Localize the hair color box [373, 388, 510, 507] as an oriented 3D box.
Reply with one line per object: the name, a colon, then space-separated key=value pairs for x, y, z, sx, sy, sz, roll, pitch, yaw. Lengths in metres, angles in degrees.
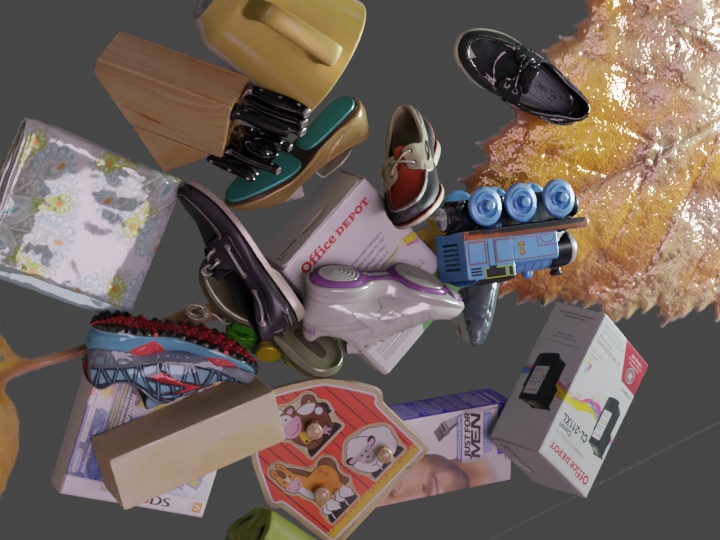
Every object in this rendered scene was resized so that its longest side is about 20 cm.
hair color box: x=0.094 y=0.222 z=1.838 sx=0.198 sy=0.065 sz=0.110 roll=-7 pitch=107 yaw=-24

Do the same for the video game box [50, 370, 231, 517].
video game box: x=-0.238 y=0.171 z=1.667 sx=0.181 sy=0.047 sz=0.202 roll=15 pitch=96 yaw=-31

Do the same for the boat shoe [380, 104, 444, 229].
boat shoe: x=0.055 y=-0.119 z=1.668 sx=0.071 sy=0.201 sz=0.063 roll=-19 pitch=121 yaw=19

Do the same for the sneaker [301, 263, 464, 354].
sneaker: x=0.021 y=0.045 z=1.664 sx=0.198 sy=0.075 sz=0.100 roll=4 pitch=116 yaw=-23

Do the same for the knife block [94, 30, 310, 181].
knife block: x=-0.159 y=-0.183 z=1.545 sx=0.201 sy=0.174 sz=0.064 roll=56 pitch=33 yaw=-26

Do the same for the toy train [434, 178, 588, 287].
toy train: x=0.178 y=-0.045 z=1.727 sx=0.198 sy=0.086 sz=0.115 roll=-7 pitch=92 yaw=-28

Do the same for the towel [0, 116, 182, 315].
towel: x=-0.308 y=-0.054 z=1.571 sx=0.199 sy=0.048 sz=0.172 roll=23 pitch=93 yaw=-30

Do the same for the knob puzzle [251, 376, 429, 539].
knob puzzle: x=-0.045 y=0.215 z=1.746 sx=0.217 sy=0.030 sz=0.222 roll=-1 pitch=105 yaw=-2

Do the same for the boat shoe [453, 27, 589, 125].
boat shoe: x=0.202 y=-0.232 z=1.773 sx=0.199 sy=0.066 sz=0.075 roll=34 pitch=87 yaw=-29

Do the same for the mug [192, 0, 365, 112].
mug: x=-0.087 y=-0.270 z=1.562 sx=0.153 sy=0.186 sz=0.150 roll=31 pitch=60 yaw=-21

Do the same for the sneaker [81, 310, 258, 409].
sneaker: x=-0.212 y=0.106 z=1.607 sx=0.198 sy=0.079 sz=0.096 roll=13 pitch=106 yaw=-22

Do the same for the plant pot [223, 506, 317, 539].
plant pot: x=-0.089 y=0.388 z=1.731 sx=0.184 sy=0.200 sz=0.201 roll=43 pitch=82 yaw=-17

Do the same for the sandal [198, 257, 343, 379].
sandal: x=-0.094 y=0.042 z=1.665 sx=0.200 sy=0.057 sz=0.080 roll=37 pitch=52 yaw=-6

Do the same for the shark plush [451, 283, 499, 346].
shark plush: x=0.172 y=-0.002 z=1.807 sx=0.091 sy=0.083 sz=0.201 roll=40 pitch=83 yaw=-28

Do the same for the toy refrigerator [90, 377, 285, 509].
toy refrigerator: x=-0.191 y=0.191 z=1.627 sx=0.199 sy=0.076 sz=0.071 roll=-21 pitch=112 yaw=-22

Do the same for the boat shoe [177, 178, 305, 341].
boat shoe: x=-0.144 y=-0.010 z=1.599 sx=0.063 sy=0.073 sz=0.200 roll=-39 pitch=90 yaw=-13

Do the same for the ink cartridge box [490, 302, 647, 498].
ink cartridge box: x=0.269 y=0.167 z=1.862 sx=0.146 sy=0.082 sz=0.201 roll=44 pitch=68 yaw=-44

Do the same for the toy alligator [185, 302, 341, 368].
toy alligator: x=-0.120 y=0.079 z=1.703 sx=0.198 sy=0.060 sz=0.054 roll=15 pitch=141 yaw=-22

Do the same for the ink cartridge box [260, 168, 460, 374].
ink cartridge box: x=0.000 y=0.000 z=1.720 sx=0.145 sy=0.084 sz=0.200 roll=-49 pitch=119 yaw=-8

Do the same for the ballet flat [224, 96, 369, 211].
ballet flat: x=-0.065 y=-0.118 z=1.670 sx=0.200 sy=0.069 sz=0.063 roll=-39 pitch=131 yaw=-12
